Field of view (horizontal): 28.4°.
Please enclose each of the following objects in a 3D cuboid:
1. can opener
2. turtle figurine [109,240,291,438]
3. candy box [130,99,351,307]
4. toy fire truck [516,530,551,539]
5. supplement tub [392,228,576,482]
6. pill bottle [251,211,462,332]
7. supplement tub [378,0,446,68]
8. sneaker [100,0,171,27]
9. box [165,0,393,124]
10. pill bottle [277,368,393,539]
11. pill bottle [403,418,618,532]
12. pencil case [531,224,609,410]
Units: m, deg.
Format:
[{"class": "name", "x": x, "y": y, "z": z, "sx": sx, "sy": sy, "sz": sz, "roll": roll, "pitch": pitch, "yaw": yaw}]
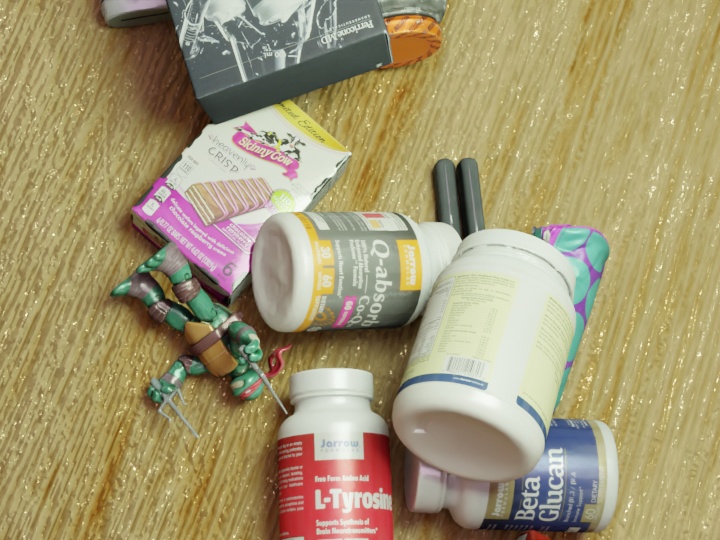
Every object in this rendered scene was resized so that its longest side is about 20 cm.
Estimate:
[{"class": "can opener", "x": 0.113, "y": -0.025, "z": 1.482, "sx": 0.052, "sy": 0.067, "sz": 0.203, "roll": -3, "pitch": 76, "yaw": -10}, {"class": "turtle figurine", "x": -0.154, "y": 0.074, "z": 1.400, "sx": 0.149, "sy": 0.101, "sz": 0.201, "roll": -37, "pitch": 93, "yaw": 28}, {"class": "candy box", "x": -0.122, "y": -0.084, "z": 1.463, "sx": 0.136, "sy": 0.061, "sz": 0.201, "roll": 39, "pitch": 73, "yaw": 2}, {"class": "toy fire truck", "x": 0.141, "y": 0.343, "z": 1.340, "sx": 0.111, "sy": 0.168, "sz": 0.202, "roll": 25, "pitch": 73, "yaw": -2}, {"class": "supplement tub", "x": 0.121, "y": 0.078, "z": 1.329, "sx": 0.143, "sy": 0.145, "sz": 0.202, "roll": 23, "pitch": 58, "yaw": -3}, {"class": "pill bottle", "x": 0.000, "y": 0.000, "z": 1.412, "sx": 0.197, "sy": 0.116, "sz": 0.118, "roll": -2, "pitch": 75, "yaw": -29}, {"class": "supplement tub", "x": 0.025, "y": -0.328, "z": 1.518, "sx": 0.121, "sy": 0.123, "sz": 0.203, "roll": -6, "pitch": 76, "yaw": -10}, {"class": "sneaker", "x": -0.179, "y": -0.310, "z": 1.504, "sx": 0.197, "sy": 0.073, "sz": 0.072, "roll": -9, "pitch": 84, "yaw": -10}, {"class": "box", "x": -0.087, "y": -0.271, "z": 1.407, "sx": 0.197, "sy": 0.104, "sz": 0.185, "roll": -19, "pitch": 81, "yaw": 2}, {"class": "pill bottle", "x": -0.025, "y": 0.202, "z": 1.378, "sx": 0.110, "sy": 0.112, "sz": 0.203, "roll": 0, "pitch": 76, "yaw": -9}, {"class": "pill bottle", "x": 0.146, "y": 0.201, "z": 1.407, "sx": 0.197, "sy": 0.111, "sz": 0.113, "roll": 3, "pitch": 75, "yaw": -8}, {"class": "pencil case", "x": 0.188, "y": 0.051, "z": 1.463, "sx": 0.092, "sy": 0.084, "sz": 0.202, "roll": 34, "pitch": 69, "yaw": -38}]
